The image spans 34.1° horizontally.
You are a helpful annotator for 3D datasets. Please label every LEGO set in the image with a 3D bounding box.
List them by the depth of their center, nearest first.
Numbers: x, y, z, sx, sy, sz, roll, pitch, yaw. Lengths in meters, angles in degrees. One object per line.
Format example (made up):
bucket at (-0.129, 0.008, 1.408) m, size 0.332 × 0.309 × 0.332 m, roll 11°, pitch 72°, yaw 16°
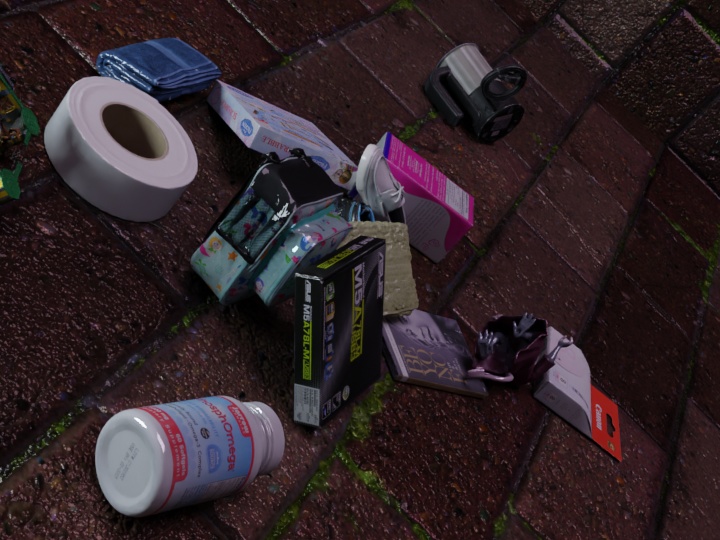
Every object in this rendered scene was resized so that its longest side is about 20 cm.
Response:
LEGO set at (-0.467, -0.152, 1.364) m, size 0.154 × 0.114 × 0.202 m, roll 58°, pitch 18°, yaw -44°

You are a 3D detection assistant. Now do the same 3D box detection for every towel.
towel at (0.000, 0.000, 1.713) m, size 0.198 × 0.036 × 0.151 m, roll -6°, pitch 86°, yaw -39°
towel at (-0.303, -0.309, 1.778) m, size 0.111 × 0.049 × 0.200 m, roll 36°, pitch 29°, yaw 11°

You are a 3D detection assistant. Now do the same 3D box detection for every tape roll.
tape roll at (-0.318, -0.164, 1.568) m, size 0.201 × 0.071 × 0.204 m, roll 31°, pitch 32°, yaw -21°

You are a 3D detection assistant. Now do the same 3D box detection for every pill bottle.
pill bottle at (-0.175, 0.192, 1.252) m, size 0.199 × 0.109 × 0.109 m, roll -3°, pitch 53°, yaw -53°

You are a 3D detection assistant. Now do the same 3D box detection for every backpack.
backpack at (-0.119, -0.040, 1.530) m, size 0.151 × 0.200 × 0.177 m, roll 51°, pitch 25°, yaw 6°

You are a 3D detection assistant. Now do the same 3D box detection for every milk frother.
milk frother at (0.257, -0.405, 2.469) m, size 0.179 × 0.200 × 0.189 m, roll -5°, pitch 54°, yaw -48°

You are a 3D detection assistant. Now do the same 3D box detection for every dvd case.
dvd case at (0.102, 0.118, 1.790) m, size 0.198 × 0.016 × 0.150 m, roll 16°, pitch 40°, yaw -40°

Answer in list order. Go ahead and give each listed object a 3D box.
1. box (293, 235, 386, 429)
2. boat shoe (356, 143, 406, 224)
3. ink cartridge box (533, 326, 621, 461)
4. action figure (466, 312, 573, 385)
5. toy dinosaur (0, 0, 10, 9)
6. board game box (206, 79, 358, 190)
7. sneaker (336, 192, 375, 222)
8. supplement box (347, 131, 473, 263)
box at (-0.025, 0.076, 1.522) m, size 0.047 × 0.203 × 0.193 m, roll 10°, pitch 19°, yaw 25°
boat shoe at (0.039, -0.118, 1.854) m, size 0.068 × 0.201 × 0.072 m, roll 19°, pitch 54°, yaw 20°
ink cartridge box at (0.381, 0.207, 1.996) m, size 0.199 × 0.057 × 0.163 m, roll 33°, pitch 30°, yaw -10°
action figure at (0.255, 0.144, 1.853) m, size 0.200 × 0.132 × 0.151 m, roll 61°, pitch 43°, yaw -59°
toy dinosaur at (-0.564, -0.416, 1.590) m, size 0.199 × 0.060 × 0.107 m, roll 35°, pitch 29°, yaw -17°
board game box at (-0.122, -0.213, 1.842) m, size 0.198 × 0.041 × 0.200 m, roll 21°, pitch 17°, yaw -35°
sneaker at (-0.017, -0.088, 1.837) m, size 0.073 × 0.082 × 0.201 m, roll 3°, pitch 48°, yaw -47°
supplement box at (0.088, -0.123, 1.994) m, size 0.199 × 0.101 × 0.104 m, roll 37°, pitch 29°, yaw -14°
